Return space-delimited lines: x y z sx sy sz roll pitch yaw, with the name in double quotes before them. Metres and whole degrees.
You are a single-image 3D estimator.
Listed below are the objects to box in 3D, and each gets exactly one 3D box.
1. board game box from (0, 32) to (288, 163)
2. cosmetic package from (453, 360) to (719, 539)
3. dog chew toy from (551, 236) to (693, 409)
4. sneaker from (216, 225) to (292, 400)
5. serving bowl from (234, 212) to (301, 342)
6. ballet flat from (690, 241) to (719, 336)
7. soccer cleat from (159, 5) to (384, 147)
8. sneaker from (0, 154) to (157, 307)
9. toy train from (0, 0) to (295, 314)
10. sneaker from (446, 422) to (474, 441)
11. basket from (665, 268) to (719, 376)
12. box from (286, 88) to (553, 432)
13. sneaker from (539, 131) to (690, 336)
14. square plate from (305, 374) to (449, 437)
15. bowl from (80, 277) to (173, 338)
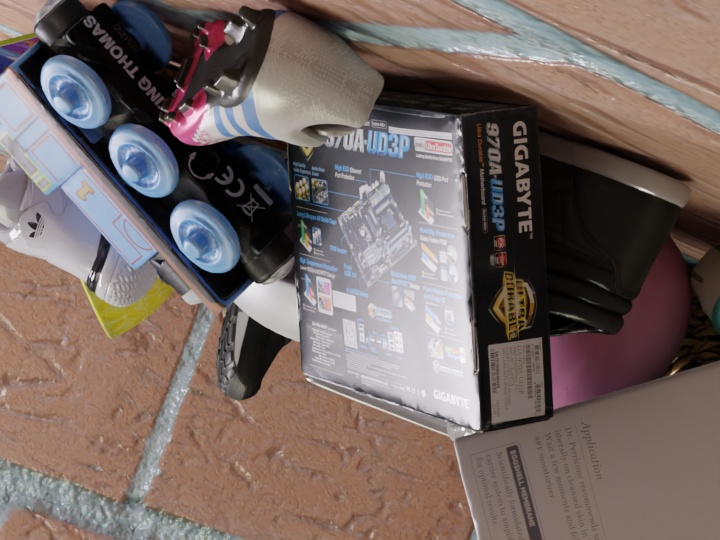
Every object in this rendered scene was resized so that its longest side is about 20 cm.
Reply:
"board game box" -0.123 -0.090 1.567 0.199 0.045 0.134 20 -164 11
"cosmetic package" 0.176 0.132 1.438 0.199 0.123 0.199 -16 167 10
"dog chew toy" 0.086 -0.001 1.461 0.199 0.125 0.125 27 175 -9
"sneaker" -0.034 0.000 1.687 0.087 0.201 0.076 18 149 -4
"serving bowl" 0.000 0.000 1.593 0.199 0.066 0.200 5 -154 -3
"ballet flat" 0.219 0.019 1.453 0.070 0.067 0.200 36 179 18
"soccer cleat" -0.046 -0.088 1.316 0.086 0.070 0.200 23 175 -14
"sneaker" -0.158 -0.047 1.591 0.115 0.075 0.200 27 -160 5
"toy train" -0.120 -0.063 1.447 0.200 0.087 0.114 48 142 -5
"sneaker" 0.129 0.059 1.578 0.114 0.201 0.073 36 133 -5
"basket" 0.265 0.056 1.695 0.199 0.149 0.143 23 142 -23
"box" 0.026 -0.011 1.337 0.046 0.160 0.200 -9 -170 -27
"sneaker" 0.074 -0.024 1.354 0.200 0.100 0.071 19 178 42
"square plate" 0.089 0.036 1.738 0.199 0.198 0.029 21 137 8
"bowl" -0.163 -0.064 1.809 0.107 0.201 0.200 -22 178 -3
